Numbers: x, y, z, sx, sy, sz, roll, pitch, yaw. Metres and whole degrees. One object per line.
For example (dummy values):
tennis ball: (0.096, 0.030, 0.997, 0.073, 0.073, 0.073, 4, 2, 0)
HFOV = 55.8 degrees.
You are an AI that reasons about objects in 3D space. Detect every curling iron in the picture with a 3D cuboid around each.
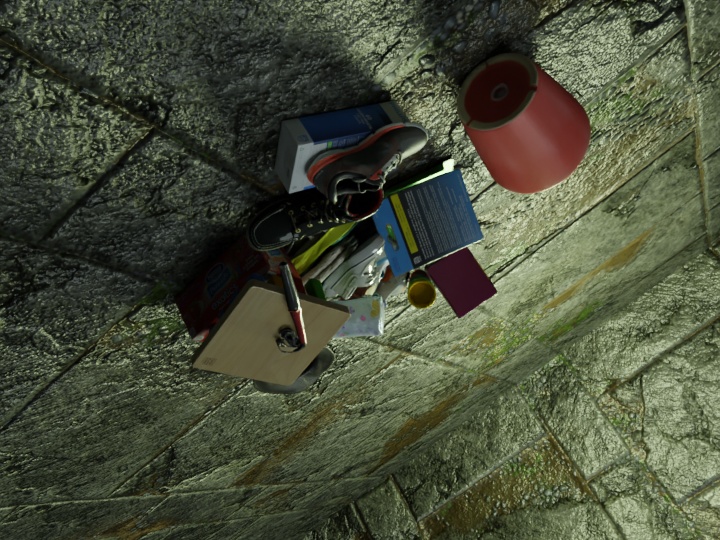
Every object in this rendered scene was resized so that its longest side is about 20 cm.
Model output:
curling iron: (-0.112, 0.064, 1.073, 0.050, 0.026, 0.200, -14, 137, -15)

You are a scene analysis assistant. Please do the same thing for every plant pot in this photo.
plant pot: (0.264, -0.254, 1.140, 0.200, 0.200, 0.177, -40, 142, 15)

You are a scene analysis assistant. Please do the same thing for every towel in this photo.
towel: (-0.086, 0.010, 1.298, 0.200, 0.034, 0.133, -44, -178, 12)

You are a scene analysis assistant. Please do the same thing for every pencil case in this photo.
pencil case: (-0.046, 0.098, 1.423, 0.200, 0.083, 0.091, -6, 130, 9)

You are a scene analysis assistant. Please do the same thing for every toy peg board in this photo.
toy peg board: (-0.160, 0.085, 1.165, 0.199, 0.098, 0.200, 19, 123, -36)

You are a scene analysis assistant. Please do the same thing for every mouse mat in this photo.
mouse mat: (0.114, -0.135, 1.366, 0.161, 0.008, 0.200, -26, 151, -12)

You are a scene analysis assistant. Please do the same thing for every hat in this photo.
hat: (-0.165, 0.203, 1.563, 0.200, 0.081, 0.201, -21, 143, -17)

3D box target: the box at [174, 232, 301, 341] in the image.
box: (-0.218, 0.035, 1.205, 0.200, 0.096, 0.100, -41, 150, 16)

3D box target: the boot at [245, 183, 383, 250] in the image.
boot: (-0.074, -0.091, 1.090, 0.203, 0.074, 0.154, -25, -168, -25)

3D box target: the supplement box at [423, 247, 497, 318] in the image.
supplement box: (0.213, 0.012, 1.496, 0.103, 0.131, 0.200, -34, -176, 6)

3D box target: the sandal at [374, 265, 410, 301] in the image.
sandal: (0.066, 0.021, 1.510, 0.059, 0.079, 0.207, -18, 158, -28)

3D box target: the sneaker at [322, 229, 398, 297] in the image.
sneaker: (-0.001, 0.003, 1.362, 0.200, 0.081, 0.077, -40, -171, 33)

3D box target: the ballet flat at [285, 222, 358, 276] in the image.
ballet flat: (-0.077, -0.065, 1.230, 0.067, 0.067, 0.200, 34, 116, -30)

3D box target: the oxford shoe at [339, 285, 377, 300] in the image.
oxford shoe: (0.010, 0.008, 1.455, 0.074, 0.071, 0.200, -45, 166, -46)

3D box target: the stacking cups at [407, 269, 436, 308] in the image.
stacking cups: (0.126, 0.031, 1.474, 0.060, 0.061, 0.200, -36, -172, 7)

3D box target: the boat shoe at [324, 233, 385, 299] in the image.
boat shoe: (0.000, 0.000, 1.249, 0.072, 0.066, 0.200, -46, -177, -40)

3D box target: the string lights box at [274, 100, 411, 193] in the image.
string lights box: (-0.027, -0.194, 1.063, 0.200, 0.059, 0.103, -17, 149, -27)

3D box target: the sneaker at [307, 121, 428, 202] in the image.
sneaker: (0.023, -0.154, 1.025, 0.200, 0.082, 0.077, -26, 152, -12)

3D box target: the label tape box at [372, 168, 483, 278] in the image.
label tape box: (0.114, -0.089, 1.276, 0.200, 0.144, 0.063, -23, -171, -18)
